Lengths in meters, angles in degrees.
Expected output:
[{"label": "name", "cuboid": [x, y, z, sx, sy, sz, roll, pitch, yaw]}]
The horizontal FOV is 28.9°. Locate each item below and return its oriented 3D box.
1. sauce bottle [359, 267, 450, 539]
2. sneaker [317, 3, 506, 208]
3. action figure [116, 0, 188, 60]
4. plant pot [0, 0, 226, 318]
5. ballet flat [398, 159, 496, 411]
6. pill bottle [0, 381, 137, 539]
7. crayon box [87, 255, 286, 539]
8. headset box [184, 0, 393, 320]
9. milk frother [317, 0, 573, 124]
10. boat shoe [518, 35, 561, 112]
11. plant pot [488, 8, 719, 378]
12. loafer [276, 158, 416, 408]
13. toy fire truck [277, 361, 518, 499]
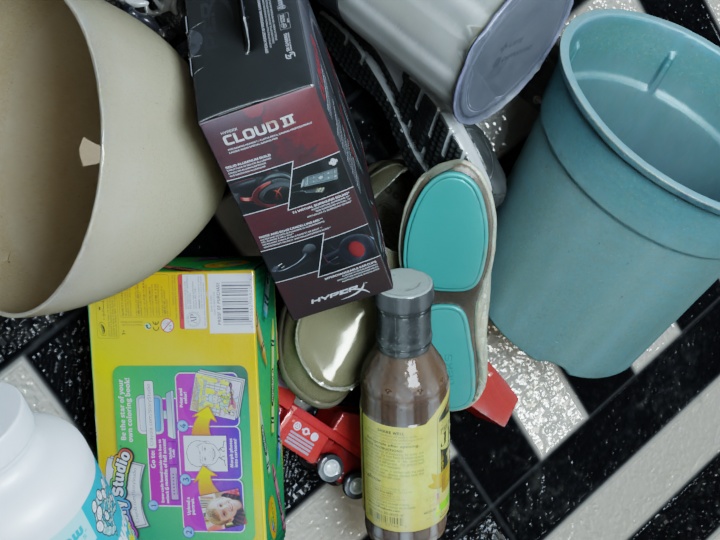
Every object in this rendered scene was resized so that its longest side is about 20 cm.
[{"label": "sauce bottle", "cuboid": [0.031, 0.096, 0.956, 0.064, 0.065, 0.203, -14, 123, -21]}, {"label": "sneaker", "cuboid": [0.052, -0.131, 0.983, 0.079, 0.074, 0.201, -23, 72, -28]}, {"label": "action figure", "cuboid": [-0.130, -0.212, 0.915, 0.200, 0.102, 0.120, 42, 68, -20]}, {"label": "plant pot", "cuboid": [-0.161, -0.072, 0.881, 0.133, 0.199, 0.204, 1, 96, -43]}, {"label": "ballet flat", "cuboid": [0.061, 0.004, 0.968, 0.066, 0.063, 0.202, 6, 122, 9]}, {"label": "pill bottle", "cuboid": [-0.199, 0.166, 0.857, 0.110, 0.111, 0.202, -32, 126, -17]}, {"label": "crayon box", "cuboid": [-0.117, 0.094, 0.950, 0.117, 0.058, 0.203, 0, 98, 10]}, {"label": "headset box", "cuboid": [-0.048, -0.094, 0.878, 0.074, 0.150, 0.201, -17, 135, 5]}, {"label": "milk frother", "cuboid": [0.063, -0.237, 0.896, 0.180, 0.188, 0.201, -31, 153, -44]}, {"label": "boat shoe", "cuboid": [0.187, -0.090, 1.092, 0.057, 0.067, 0.201, -38, 105, 2]}, {"label": "plant pot", "cuboid": [0.181, -0.043, 0.981, 0.198, 0.202, 0.197, 9, 135, -24]}, {"label": "loafer", "cuboid": [0.000, 0.000, 0.988, 0.075, 0.067, 0.202, 26, 67, -14]}, {"label": "toy fire truck", "cuboid": [0.007, 0.093, 1.038, 0.199, 0.049, 0.142, 36, 81, -22]}]
